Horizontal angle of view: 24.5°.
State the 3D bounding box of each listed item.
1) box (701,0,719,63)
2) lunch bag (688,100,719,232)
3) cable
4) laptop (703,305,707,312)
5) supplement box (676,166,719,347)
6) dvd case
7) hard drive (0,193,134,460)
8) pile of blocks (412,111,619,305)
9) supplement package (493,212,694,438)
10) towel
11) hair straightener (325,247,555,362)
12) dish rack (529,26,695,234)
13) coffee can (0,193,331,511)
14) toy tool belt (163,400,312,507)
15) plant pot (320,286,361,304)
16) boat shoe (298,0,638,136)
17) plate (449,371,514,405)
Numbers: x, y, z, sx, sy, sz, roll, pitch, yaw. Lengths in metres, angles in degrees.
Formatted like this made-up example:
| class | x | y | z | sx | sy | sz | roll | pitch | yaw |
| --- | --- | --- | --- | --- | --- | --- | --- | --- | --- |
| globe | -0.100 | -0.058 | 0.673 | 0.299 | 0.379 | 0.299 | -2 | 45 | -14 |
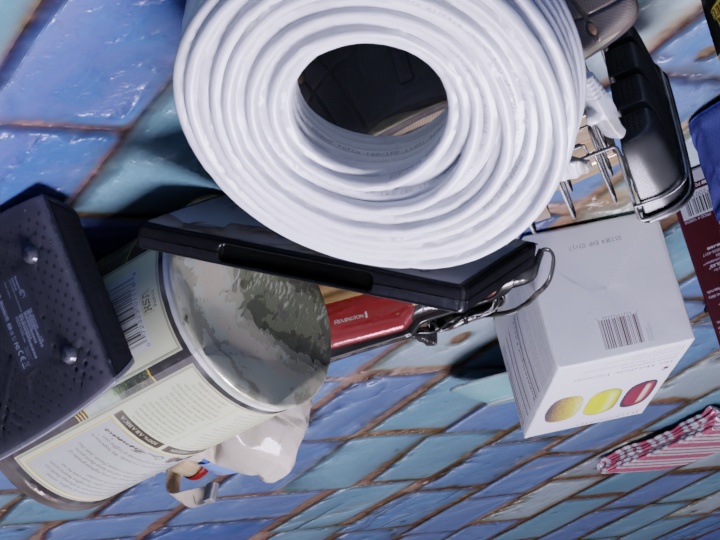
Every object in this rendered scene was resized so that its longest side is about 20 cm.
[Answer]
| class | x | y | z | sx | sy | sz | roll | pitch | yaw |
| --- | --- | --- | --- | --- | --- | --- | --- | --- | --- |
| box | 0.307 | -0.180 | 0.908 | 0.198 | 0.050 | 0.160 | -9 | 161 | -15 |
| lunch bag | 0.319 | -0.066 | 1.094 | 0.135 | 0.133 | 0.200 | 1 | 155 | -35 |
| cable | 0.008 | -0.087 | 0.794 | 0.198 | 0.070 | 0.201 | -15 | 127 | 23 |
| laptop | 0.425 | 0.028 | 1.458 | 0.198 | 0.104 | 0.178 | -12 | 159 | -5 |
| supplement box | 0.293 | 0.026 | 1.221 | 0.060 | 0.202 | 0.109 | -21 | 159 | 19 |
| dvd case | -0.011 | -0.015 | 0.965 | 0.198 | 0.018 | 0.143 | 12 | -166 | 19 |
| hard drive | -0.230 | 0.048 | 1.037 | 0.199 | 0.136 | 0.042 | -29 | 170 | 32 |
| pile of blocks | 0.079 | -0.059 | 1.065 | 0.082 | 0.063 | 0.200 | 17 | 135 | -34 |
| supplement package | 0.182 | 0.048 | 1.338 | 0.113 | 0.110 | 0.200 | -11 | 160 | -6 |
| towel | 0.406 | 0.209 | 2.043 | 0.145 | 0.030 | 0.199 | 4 | 156 | -40 |
| hair straightener | 0.052 | 0.026 | 1.235 | 0.198 | 0.041 | 0.077 | -21 | 160 | 5 |
| dish rack | 0.077 | -0.064 | 0.928 | 0.198 | 0.154 | 0.055 | -20 | 121 | 15 |
| coffee can | -0.139 | 0.057 | 1.092 | 0.199 | 0.148 | 0.146 | -27 | 156 | 33 |
| toy tool belt | -0.133 | 0.108 | 1.307 | 0.122 | 0.126 | 0.199 | 27 | 149 | -27 |
| plant pot | 0.000 | 0.000 | 1.211 | 0.198 | 0.028 | 0.200 | -12 | 159 | -5 |
| boat shoe | 0.056 | -0.119 | 0.887 | 0.198 | 0.075 | 0.073 | -16 | 173 | 24 |
| plate | 0.181 | 0.098 | 1.533 | 0.198 | 0.026 | 0.200 | -12 | 173 | -1 |
